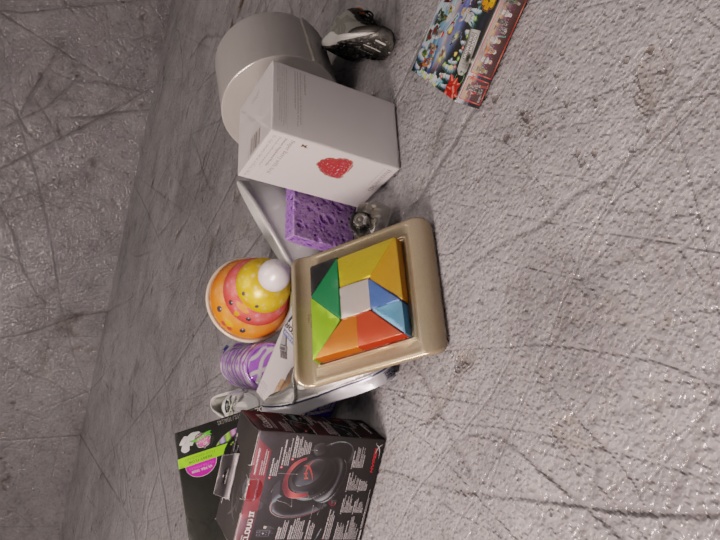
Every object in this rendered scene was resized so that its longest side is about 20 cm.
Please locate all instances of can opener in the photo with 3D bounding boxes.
[{"bbox_3d":[0.000,0.000,1.029,0.053,0.067,0.201,9,72,21],"label":"can opener"}]

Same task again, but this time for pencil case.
[{"bbox_3d":[-0.181,0.162,1.301,0.085,0.084,0.200,-43,13,-20],"label":"pencil case"}]

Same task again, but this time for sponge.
[{"bbox_3d":[-0.060,-0.127,1.154,0.030,0.111,0.201,-30,54,49],"label":"sponge"}]

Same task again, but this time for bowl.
[{"bbox_3d":[-0.110,-0.075,1.210,0.202,0.090,0.201,58,173,12],"label":"bowl"}]

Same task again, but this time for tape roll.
[{"bbox_3d":[-0.142,-0.314,1.288,0.203,0.202,0.140,-57,35,36],"label":"tape roll"}]

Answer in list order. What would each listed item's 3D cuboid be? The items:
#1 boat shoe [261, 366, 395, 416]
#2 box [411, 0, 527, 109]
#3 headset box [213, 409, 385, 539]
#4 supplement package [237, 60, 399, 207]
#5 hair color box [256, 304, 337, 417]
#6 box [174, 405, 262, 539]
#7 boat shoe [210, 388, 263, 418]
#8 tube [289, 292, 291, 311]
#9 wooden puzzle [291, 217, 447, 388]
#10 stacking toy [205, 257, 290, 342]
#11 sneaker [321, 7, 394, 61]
[{"bbox_3d":[-0.057,0.132,0.995,0.201,0.075,0.086,-22,92,28],"label":"boat shoe"},{"bbox_3d":[0.140,-0.314,0.920,0.201,0.040,0.137,-67,30,21],"label":"box"},{"bbox_3d":[-0.084,0.262,0.953,0.075,0.199,0.150,22,100,60],"label":"headset box"},{"bbox_3d":[-0.060,-0.188,1.080,0.121,0.199,0.120,-40,46,50],"label":"supplement package"},{"bbox_3d":[-0.070,0.129,1.096,0.109,0.065,0.201,42,121,36],"label":"hair color box"},{"bbox_3d":[-0.172,0.326,1.101,0.125,0.148,0.201,77,175,-51],"label":"box"},{"bbox_3d":[-0.216,0.250,1.356,0.200,0.066,0.074,-23,60,58],"label":"boat shoe"},{"bbox_3d":[-0.094,0.134,1.197,0.058,0.052,0.201,2,-86,-76],"label":"tube"},{"bbox_3d":[0.001,0.037,0.942,0.199,0.037,0.186,-17,59,21],"label":"wooden puzzle"},{"bbox_3d":[-0.158,0.024,1.193,0.200,0.145,0.147,139,136,-63],"label":"stacking toy"},{"bbox_3d":[-0.003,-0.377,1.187,0.200,0.074,0.080,34,105,61],"label":"sneaker"}]
